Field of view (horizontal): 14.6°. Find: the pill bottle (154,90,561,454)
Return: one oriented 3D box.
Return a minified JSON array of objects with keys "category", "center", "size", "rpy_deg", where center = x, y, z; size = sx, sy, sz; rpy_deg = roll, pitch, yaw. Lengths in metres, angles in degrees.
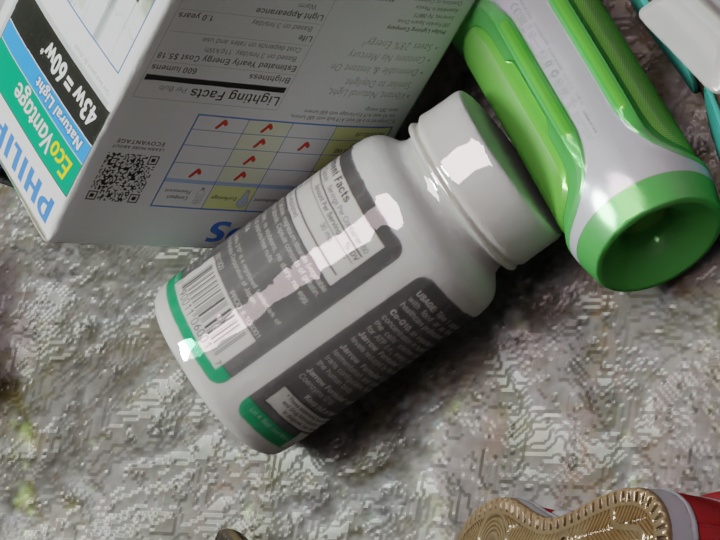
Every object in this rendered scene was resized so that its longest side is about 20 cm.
[{"category":"pill bottle","center":[0.000,0.000,1.492],"size":[0.200,0.113,0.113],"rpy_deg":[-35,56,11]}]

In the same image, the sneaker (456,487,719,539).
[{"category":"sneaker","center":[0.135,0.145,1.384],"size":[0.200,0.112,0.071],"rpy_deg":[-16,70,59]}]

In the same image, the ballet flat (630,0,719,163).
[{"category":"ballet flat","center":[0.198,-0.099,1.456],"size":[0.072,0.072,0.200],"rpy_deg":[-31,58,14]}]

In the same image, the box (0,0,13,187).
[{"category":"box","center":[-0.166,-0.164,1.638],"size":[0.200,0.104,0.148],"rpy_deg":[-38,78,10]}]

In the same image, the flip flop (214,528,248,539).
[{"category":"flip flop","center":[-0.027,0.196,1.445],"size":[0.200,0.058,0.081],"rpy_deg":[27,109,53]}]

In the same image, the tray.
[{"category":"tray","center":[0.247,-0.149,1.405],"size":[0.200,0.022,0.107],"rpy_deg":[-20,30,-7]}]

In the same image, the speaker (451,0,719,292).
[{"category":"speaker","center":[0.115,-0.087,1.483],"size":[0.088,0.088,0.200],"rpy_deg":[-35,56,11]}]

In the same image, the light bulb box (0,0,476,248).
[{"category":"light bulb box","center":[-0.075,-0.124,1.500],"size":[0.125,0.198,0.200],"rpy_deg":[56,129,35]}]
